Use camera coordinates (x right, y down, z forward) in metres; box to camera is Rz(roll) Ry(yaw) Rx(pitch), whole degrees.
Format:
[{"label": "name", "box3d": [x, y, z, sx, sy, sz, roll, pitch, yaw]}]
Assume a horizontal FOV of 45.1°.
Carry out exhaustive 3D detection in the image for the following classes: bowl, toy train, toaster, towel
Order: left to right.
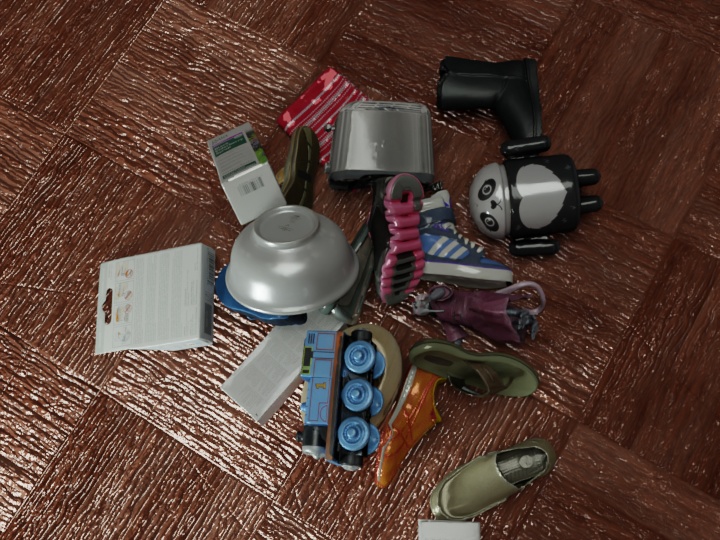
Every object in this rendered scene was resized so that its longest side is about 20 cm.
[{"label": "bowl", "box3d": [-0.104, -0.032, 1.269, 0.200, 0.091, 0.201, -3, 39, 2]}, {"label": "toy train", "box3d": [-0.029, 0.178, 1.222, 0.114, 0.087, 0.201, 0, 73, 16]}, {"label": "towel", "box3d": [-0.029, -0.241, 1.471, 0.145, 0.022, 0.200, -45, 73, -9]}, {"label": "toaster", "box3d": [0.041, -0.195, 1.383, 0.199, 0.114, 0.130, 1, 84, -7]}]

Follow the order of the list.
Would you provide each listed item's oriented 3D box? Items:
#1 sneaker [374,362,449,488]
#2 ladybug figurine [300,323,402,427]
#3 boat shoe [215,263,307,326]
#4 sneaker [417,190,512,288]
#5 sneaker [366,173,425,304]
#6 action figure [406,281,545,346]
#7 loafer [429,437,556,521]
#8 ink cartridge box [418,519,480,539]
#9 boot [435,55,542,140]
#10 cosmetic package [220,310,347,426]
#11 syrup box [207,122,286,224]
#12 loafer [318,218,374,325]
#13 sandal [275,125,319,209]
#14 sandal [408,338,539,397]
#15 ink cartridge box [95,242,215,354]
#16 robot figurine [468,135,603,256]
[{"label": "sneaker", "box3d": [0.075, 0.228, 1.277, 0.077, 0.073, 0.201, 24, 78, 3]}, {"label": "ladybug figurine", "box3d": [-0.013, 0.177, 1.300, 0.135, 0.072, 0.200, 28, 76, 15]}, {"label": "boat shoe", "box3d": [-0.157, 0.049, 1.341, 0.200, 0.069, 0.084, 34, 93, 48]}, {"label": "sneaker", "box3d": [0.146, -0.056, 1.357, 0.199, 0.081, 0.147, 7, 78, 15]}, {"label": "sneaker", "box3d": [0.044, -0.050, 1.315, 0.079, 0.095, 0.201, -3, 102, -35]}, {"label": "action figure", "box3d": [0.161, 0.051, 1.304, 0.199, 0.134, 0.149, 8, 44, 28]}, {"label": "loafer", "box3d": [0.189, 0.295, 1.242, 0.200, 0.068, 0.076, -29, 71, -4]}, {"label": "ink cartridge box", "box3d": [0.118, 0.441, 1.158, 0.086, 0.147, 0.201, 1, 72, 4]}, {"label": "boot", "box3d": [0.208, -0.266, 1.424, 0.167, 0.076, 0.201, 0, 64, 2]}, {"label": "cosmetic package", "box3d": [-0.115, 0.136, 1.336, 0.082, 0.051, 0.200, 39, 79, 20]}, {"label": "syrup box", "box3d": [-0.182, -0.158, 1.372, 0.079, 0.082, 0.200, -25, 32, -3]}, {"label": "loafer", "box3d": [0.000, 0.000, 1.356, 0.063, 0.072, 0.200, 32, 57, -8]}, {"label": "sandal", "box3d": [-0.116, -0.141, 1.420, 0.054, 0.080, 0.201, 1, 74, 33]}, {"label": "sandal", "box3d": [0.163, 0.155, 1.263, 0.200, 0.080, 0.057, 14, 44, -12]}, {"label": "ink cartridge box", "box3d": [-0.331, 0.051, 1.400, 0.199, 0.047, 0.161, -10, 70, 21]}, {"label": "robot figurine", "box3d": [0.268, -0.114, 1.342, 0.199, 0.125, 0.151, -6, 55, 3]}]
